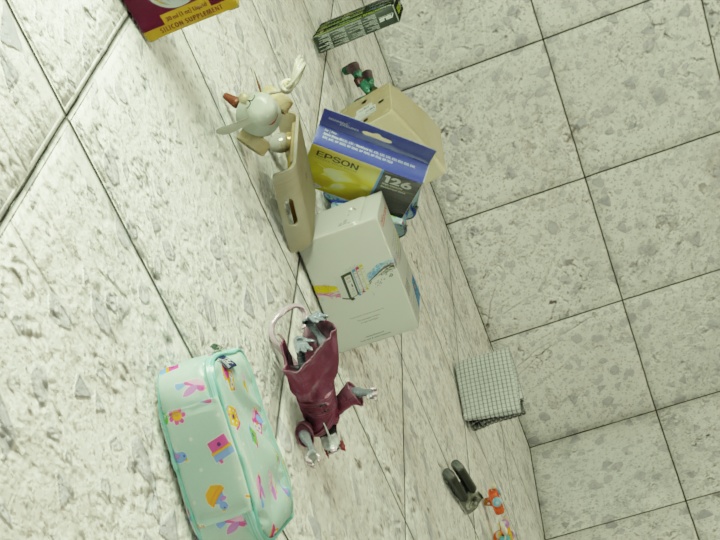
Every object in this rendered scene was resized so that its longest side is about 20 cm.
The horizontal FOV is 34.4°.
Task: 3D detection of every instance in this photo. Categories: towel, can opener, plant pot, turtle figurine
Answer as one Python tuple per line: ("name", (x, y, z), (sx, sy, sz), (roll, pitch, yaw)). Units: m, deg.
("towel", (0.345, 0.318, 3.086), (0.086, 0.163, 0.202), (68, 11, -49))
("can opener", (0.218, 0.471, 2.558), (0.067, 0.053, 0.201), (39, -14, 41))
("plant pot", (0.054, -0.284, 2.542), (0.178, 0.198, 0.201), (53, 20, -29))
("turtle figurine", (0.023, -0.398, 2.789), (0.150, 0.099, 0.203), (48, 21, -65))

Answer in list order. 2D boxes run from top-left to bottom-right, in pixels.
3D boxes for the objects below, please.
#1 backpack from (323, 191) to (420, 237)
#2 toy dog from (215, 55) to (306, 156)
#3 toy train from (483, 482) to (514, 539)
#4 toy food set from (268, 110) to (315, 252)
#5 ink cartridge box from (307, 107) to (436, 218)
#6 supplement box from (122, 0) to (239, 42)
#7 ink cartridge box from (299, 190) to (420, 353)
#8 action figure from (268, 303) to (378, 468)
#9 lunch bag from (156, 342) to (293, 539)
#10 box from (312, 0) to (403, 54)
("backpack", (0.024, -0.139, 2.185), (0.200, 0.180, 0.150), (32, 64, -78))
("toy dog", (-0.154, -0.233, 1.627), (0.133, 0.095, 0.200), (-62, -178, -21))
("toy train", (0.337, 0.626, 2.861), (0.200, 0.055, 0.152), (-83, 153, -71))
("toy food set", (-0.114, -0.143, 1.836), (0.201, 0.059, 0.145), (-90, 171, -53))
("ink cartridge box", (0.007, -0.170, 1.920), (0.200, 0.195, 0.048), (119, -10, -67))
("supplement box", (-0.239, -0.393, 1.376), (0.201, 0.129, 0.104), (59, 17, -47))
("ink cartridge box", (0.000, 0.000, 1.913), (0.148, 0.142, 0.203), (-77, 148, -70))
("action figure", (-0.066, 0.167, 1.548), (0.148, 0.133, 0.203), (23, -47, 44))
("lunch bag", (-0.131, 0.175, 1.171), (0.160, 0.076, 0.203), (-6, 78, -79))
("box", (-0.003, -0.557, 2.617), (0.194, 0.197, 0.048), (-83, 151, -67))
